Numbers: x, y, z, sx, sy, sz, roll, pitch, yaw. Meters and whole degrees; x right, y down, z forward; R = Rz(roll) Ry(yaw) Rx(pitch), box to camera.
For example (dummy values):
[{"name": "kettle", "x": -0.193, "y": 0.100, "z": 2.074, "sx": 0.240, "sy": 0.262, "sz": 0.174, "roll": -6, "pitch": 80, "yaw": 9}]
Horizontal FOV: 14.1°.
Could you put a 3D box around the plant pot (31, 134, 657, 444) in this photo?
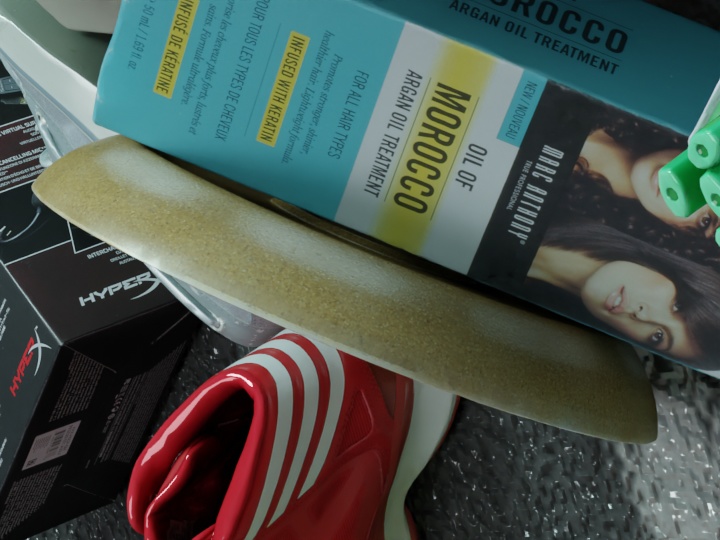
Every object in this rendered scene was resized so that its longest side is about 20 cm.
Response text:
[{"name": "plant pot", "x": 0.000, "y": 0.000, "z": 0.868, "sx": 0.200, "sy": 0.200, "sz": 0.027, "roll": 27, "pitch": 98, "yaw": 43}]

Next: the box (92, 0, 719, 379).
[{"name": "box", "x": 0.031, "y": -0.045, "z": 0.814, "sx": 0.200, "sy": 0.049, "sz": 0.082, "roll": 22, "pitch": 135, "yaw": 2}]

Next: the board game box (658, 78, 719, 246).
[{"name": "board game box", "x": 0.165, "y": -0.012, "z": 0.635, "sx": 0.200, "sy": 0.026, "sz": 0.200, "roll": 46, "pitch": 147, "yaw": 17}]

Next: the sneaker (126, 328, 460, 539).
[{"name": "sneaker", "x": -0.038, "y": 0.096, "z": 1.008, "sx": 0.078, "sy": 0.116, "sz": 0.200, "roll": 37, "pitch": 134, "yaw": 37}]

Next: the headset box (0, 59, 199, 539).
[{"name": "headset box", "x": -0.159, "y": -0.012, "z": 1.147, "sx": 0.200, "sy": 0.077, "sz": 0.149, "roll": 53, "pitch": 141, "yaw": 23}]

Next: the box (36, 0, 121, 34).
[{"name": "box", "x": -0.044, "y": -0.118, "z": 0.922, "sx": 0.200, "sy": 0.068, "sz": 0.082, "roll": 12, "pitch": 153, "yaw": 49}]

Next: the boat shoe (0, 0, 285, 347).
[{"name": "boat shoe", "x": -0.087, "y": -0.051, "z": 1.037, "sx": 0.201, "sy": 0.070, "sz": 0.072, "roll": 47, "pitch": 136, "yaw": 23}]
